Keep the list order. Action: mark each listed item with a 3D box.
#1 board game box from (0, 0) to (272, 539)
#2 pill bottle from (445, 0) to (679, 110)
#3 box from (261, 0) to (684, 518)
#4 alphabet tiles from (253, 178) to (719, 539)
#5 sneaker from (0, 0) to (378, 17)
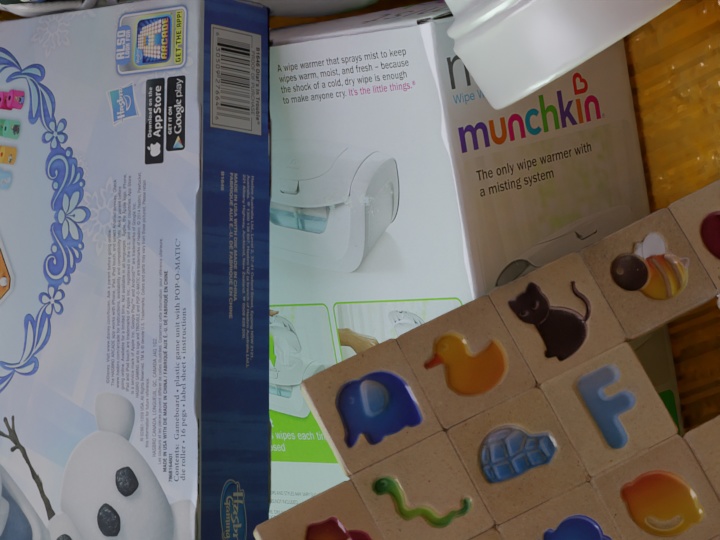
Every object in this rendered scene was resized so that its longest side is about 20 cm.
[{"bbox_3d":[-0.117,0.017,0.907,0.198,0.043,0.202,-3,84,36],"label":"board game box"},{"bbox_3d":[0.022,-0.153,0.789,0.112,0.112,0.201,-28,94,48],"label":"pill bottle"},{"bbox_3d":[0.000,0.000,0.933,0.199,0.096,0.178,-4,98,48],"label":"box"},{"bbox_3d":[0.077,0.079,0.811,0.168,0.199,0.008,61,166,14],"label":"alphabet tiles"},{"bbox_3d":[-0.083,-0.111,0.907,0.072,0.198,0.073,103,174,-47],"label":"sneaker"}]
